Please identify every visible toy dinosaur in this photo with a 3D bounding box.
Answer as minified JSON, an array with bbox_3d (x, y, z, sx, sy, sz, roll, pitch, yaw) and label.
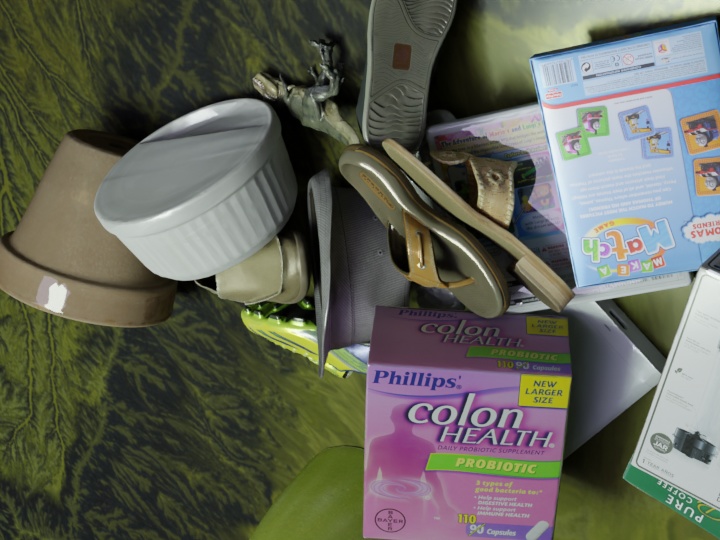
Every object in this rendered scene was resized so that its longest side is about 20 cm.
[{"bbox_3d":[-0.038,-0.166,1.280,0.200,0.047,0.088,45,131,47],"label":"toy dinosaur"}]

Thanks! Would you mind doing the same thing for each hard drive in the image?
[{"bbox_3d":[0.181,0.101,1.272,0.132,0.026,0.200,49,129,9],"label":"hard drive"}]

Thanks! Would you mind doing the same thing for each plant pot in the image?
[{"bbox_3d":[-0.047,0.314,1.420,0.187,0.200,0.187,15,119,30],"label":"plant pot"},{"bbox_3d":[-0.280,-0.053,1.455,0.200,0.200,0.175,24,105,26],"label":"plant pot"}]

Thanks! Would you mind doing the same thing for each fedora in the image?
[{"bbox_3d":[0.000,0.000,1.282,0.177,0.090,0.200,95,170,-61],"label":"fedora"}]

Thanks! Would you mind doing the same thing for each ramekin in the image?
[{"bbox_3d":[-0.153,-0.076,1.334,0.202,0.202,0.094,-3,130,37],"label":"ramekin"}]

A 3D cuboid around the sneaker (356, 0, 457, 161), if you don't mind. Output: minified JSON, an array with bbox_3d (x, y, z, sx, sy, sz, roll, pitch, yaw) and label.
[{"bbox_3d":[0.031,-0.199,1.221,0.075,0.106,0.200,12,94,-10],"label":"sneaker"}]

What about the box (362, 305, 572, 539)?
[{"bbox_3d":[0.094,0.144,1.221,0.176,0.097,0.200,4,121,3],"label":"box"}]

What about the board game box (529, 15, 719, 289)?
[{"bbox_3d":[0.234,-0.094,1.109,0.151,0.037,0.200,-9,103,18],"label":"board game box"}]

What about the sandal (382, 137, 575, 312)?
[{"bbox_3d":[0.117,-0.061,1.158,0.212,0.078,0.070,43,86,-5],"label":"sandal"}]

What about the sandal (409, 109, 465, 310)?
[{"bbox_3d":[0.078,-0.052,1.267,0.082,0.050,0.203,18,114,48],"label":"sandal"}]

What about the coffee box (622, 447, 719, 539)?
[{"bbox_3d":[0.319,0.133,1.172,0.123,0.044,0.200,30,124,22],"label":"coffee box"}]

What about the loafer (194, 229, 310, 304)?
[{"bbox_3d":[-0.113,0.002,1.373,0.200,0.067,0.076,-15,82,61],"label":"loafer"}]

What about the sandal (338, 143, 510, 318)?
[{"bbox_3d":[0.047,-0.026,1.182,0.200,0.054,0.080,45,156,-1],"label":"sandal"}]

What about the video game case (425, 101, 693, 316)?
[{"bbox_3d":[0.173,-0.058,1.177,0.200,0.024,0.182,-10,104,23],"label":"video game case"}]

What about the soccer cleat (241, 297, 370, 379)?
[{"bbox_3d":[-0.043,0.075,1.401,0.200,0.065,0.084,11,123,33],"label":"soccer cleat"}]

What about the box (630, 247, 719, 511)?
[{"bbox_3d":[0.308,0.093,1.095,0.117,0.060,0.200,26,122,25],"label":"box"}]
